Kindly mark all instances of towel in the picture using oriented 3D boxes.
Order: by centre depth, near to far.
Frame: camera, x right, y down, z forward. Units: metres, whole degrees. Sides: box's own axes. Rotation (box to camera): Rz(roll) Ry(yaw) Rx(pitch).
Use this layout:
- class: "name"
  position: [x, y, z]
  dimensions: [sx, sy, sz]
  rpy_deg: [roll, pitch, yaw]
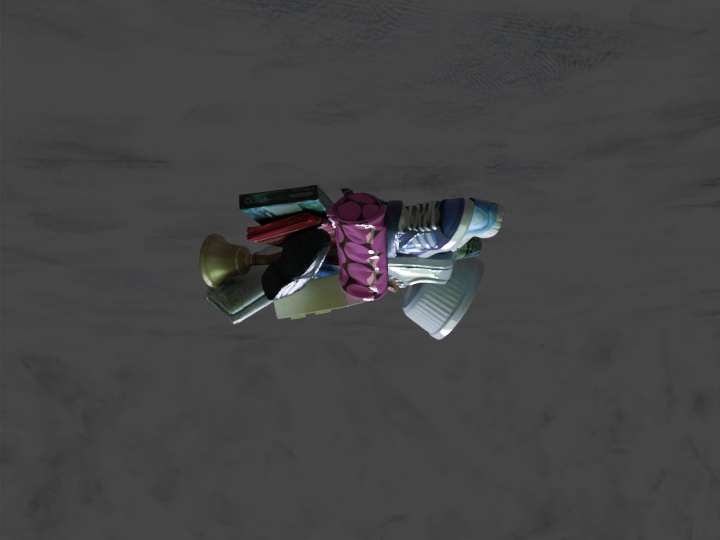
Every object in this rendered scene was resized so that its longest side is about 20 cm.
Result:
- class: "towel"
  position: [-0.089, -0.065, 1.397]
  dimensions: [0.144, 0.023, 0.200]
  rpy_deg: [-12, 167, 30]
- class: "towel"
  position: [-0.193, 0.020, 1.525]
  dimensions: [0.200, 0.048, 0.171]
  rpy_deg: [-34, -154, -14]

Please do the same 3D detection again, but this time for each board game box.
- class: "board game box"
  position: [-0.111, -0.099, 1.353]
  dimensions: [0.135, 0.028, 0.200]
  rpy_deg: [-6, 168, 11]

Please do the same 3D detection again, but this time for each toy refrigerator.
- class: "toy refrigerator"
  position: [-0.075, 0.048, 1.510]
  dimensions: [0.200, 0.070, 0.076]
  rpy_deg: [-12, -179, 43]

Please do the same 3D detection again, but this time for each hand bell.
- class: "hand bell"
  position: [-0.187, -0.018, 1.466]
  dimensions: [0.200, 0.104, 0.104]
  rpy_deg: [0, 171, 22]

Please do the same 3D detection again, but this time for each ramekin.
- class: "ramekin"
  position: [0.177, 0.040, 1.738]
  dimensions: [0.105, 0.200, 0.200]
  rpy_deg: [31, 163, -6]

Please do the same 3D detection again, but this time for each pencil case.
- class: "pencil case"
  position: [-0.002, -0.037, 1.315]
  dimensions: [0.094, 0.091, 0.200]
  rpy_deg: [-12, 134, -5]

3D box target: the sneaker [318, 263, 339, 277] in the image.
- class: "sneaker"
  position: [-0.034, -0.007, 1.616]
  dimensions: [0.200, 0.079, 0.066]
  rpy_deg: [2, -175, -14]

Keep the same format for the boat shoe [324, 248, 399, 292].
- class: "boat shoe"
  position: [0.000, 0.000, 1.552]
  dimensions: [0.200, 0.072, 0.076]
  rpy_deg: [13, -172, -20]

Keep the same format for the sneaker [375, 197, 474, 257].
- class: "sneaker"
  position: [0.083, -0.084, 1.325]
  dimensions: [0.146, 0.081, 0.200]
  rpy_deg: [18, 158, -19]

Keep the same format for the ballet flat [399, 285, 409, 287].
- class: "ballet flat"
  position: [0.024, 0.001, 1.789]
  dimensions: [0.200, 0.070, 0.069]
  rpy_deg: [8, 169, 2]

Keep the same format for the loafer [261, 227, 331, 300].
- class: "loafer"
  position: [-0.101, -0.016, 1.377]
  dimensions: [0.072, 0.073, 0.200]
  rpy_deg: [-8, 159, -39]

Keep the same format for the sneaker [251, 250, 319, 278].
- class: "sneaker"
  position: [-0.137, -0.026, 1.663]
  dimensions: [0.200, 0.073, 0.082]
  rpy_deg: [3, 140, -17]

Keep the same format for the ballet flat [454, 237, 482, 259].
- class: "ballet flat"
  position: [0.153, -0.044, 1.544]
  dimensions: [0.200, 0.074, 0.074]
  rpy_deg: [-19, 178, -32]

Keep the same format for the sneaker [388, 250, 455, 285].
- class: "sneaker"
  position: [0.072, -0.007, 1.450]
  dimensions: [0.200, 0.071, 0.073]
  rpy_deg: [7, -151, 6]

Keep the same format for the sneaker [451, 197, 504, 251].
- class: "sneaker"
  position: [0.166, -0.093, 1.428]
  dimensions: [0.090, 0.078, 0.200]
  rpy_deg: [24, 153, -27]
